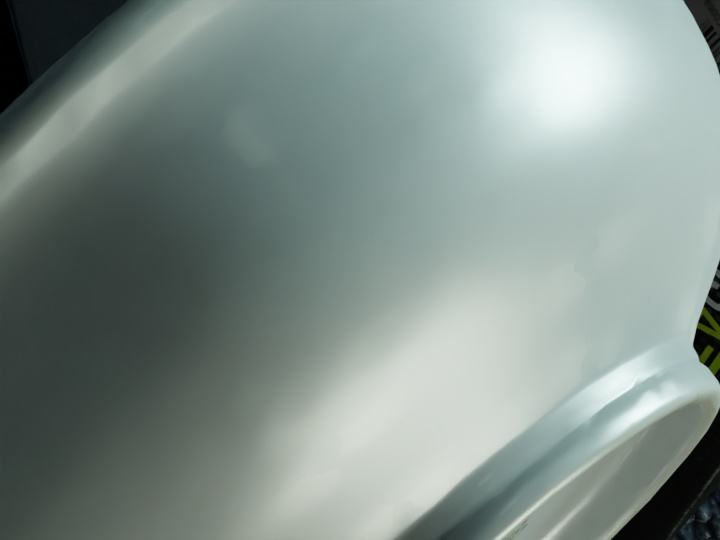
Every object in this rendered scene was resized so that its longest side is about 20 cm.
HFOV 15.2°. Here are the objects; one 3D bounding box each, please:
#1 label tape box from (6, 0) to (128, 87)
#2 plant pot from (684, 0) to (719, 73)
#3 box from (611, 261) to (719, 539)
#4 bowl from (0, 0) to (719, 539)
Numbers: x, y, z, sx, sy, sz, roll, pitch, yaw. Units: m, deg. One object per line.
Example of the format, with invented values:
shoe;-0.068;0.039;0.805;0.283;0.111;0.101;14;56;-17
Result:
label tape box;-0.003;-0.069;0.517;0.200;0.063;0.144;-45;164;12
plant pot;0.177;-0.050;0.887;0.179;0.201;0.200;-10;154;-42
box;0.131;-0.040;0.636;0.200;0.047;0.193;-45;166;-30
bowl;0.000;0.020;0.479;0.201;0.090;0.201;-39;164;-13
